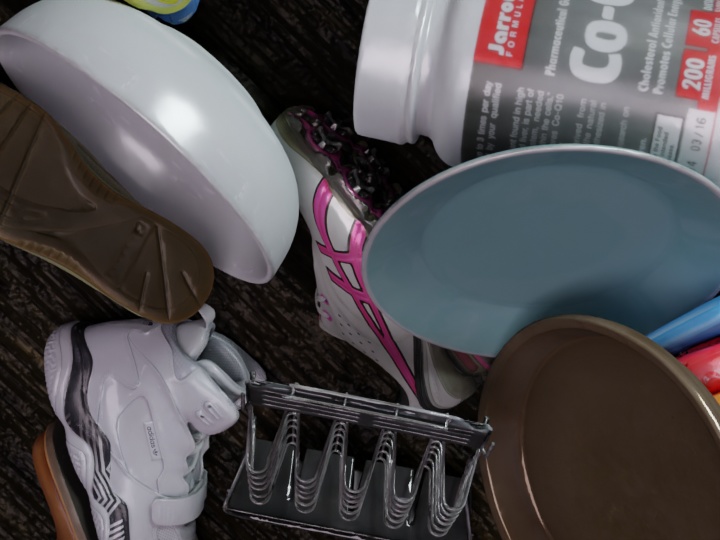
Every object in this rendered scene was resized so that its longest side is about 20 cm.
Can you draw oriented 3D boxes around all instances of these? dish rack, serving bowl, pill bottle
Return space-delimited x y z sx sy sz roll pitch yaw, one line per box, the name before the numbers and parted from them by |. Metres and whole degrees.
dish rack | -0.001 0.110 1.029 0.152 0.200 0.055 10 72 0
serving bowl | -0.106 -0.083 1.003 0.200 0.200 0.066 41 76 -4
pill bottle | 0.102 -0.103 0.974 0.198 0.114 0.115 11 111 7

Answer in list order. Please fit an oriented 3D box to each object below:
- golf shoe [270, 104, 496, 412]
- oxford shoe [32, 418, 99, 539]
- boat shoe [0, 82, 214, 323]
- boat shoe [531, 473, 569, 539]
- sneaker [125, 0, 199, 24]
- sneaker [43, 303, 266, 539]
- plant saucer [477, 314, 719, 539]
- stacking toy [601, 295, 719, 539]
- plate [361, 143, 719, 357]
golf shoe | 0.000 0.000 1.054 0.092 0.073 0.201 -32 100 21
oxford shoe | -0.175 0.189 1.159 0.071 0.071 0.201 -10 108 19
boat shoe | -0.172 -0.041 1.034 0.200 0.063 0.073 33 84 -13
boat shoe | 0.127 0.144 1.084 0.073 0.060 0.201 17 112 4
sneaker | -0.138 -0.219 1.006 0.075 0.105 0.201 -20 73 0
sneaker | -0.109 0.115 1.114 0.114 0.075 0.201 -16 102 19
plant saucer | 0.140 0.118 0.987 0.199 0.029 0.202 25 123 44
stacking toy | 0.219 0.118 0.980 0.110 0.116 0.201 -34 64 39
plate | 0.099 -0.013 0.956 0.198 0.026 0.201 -2 148 -1
